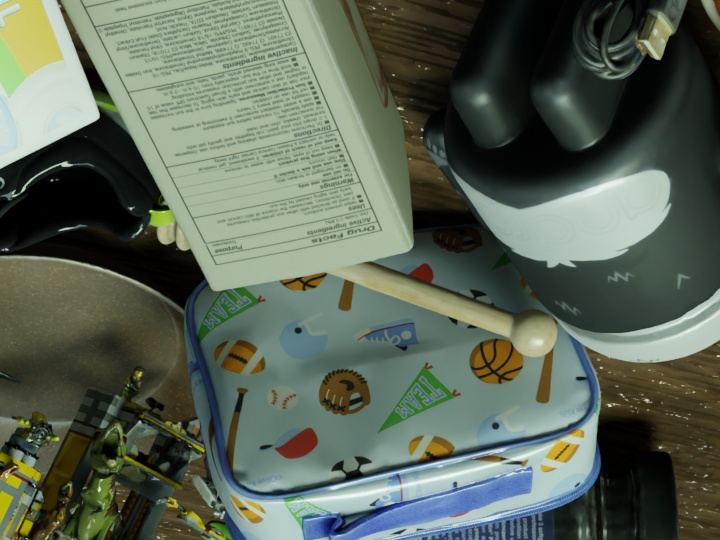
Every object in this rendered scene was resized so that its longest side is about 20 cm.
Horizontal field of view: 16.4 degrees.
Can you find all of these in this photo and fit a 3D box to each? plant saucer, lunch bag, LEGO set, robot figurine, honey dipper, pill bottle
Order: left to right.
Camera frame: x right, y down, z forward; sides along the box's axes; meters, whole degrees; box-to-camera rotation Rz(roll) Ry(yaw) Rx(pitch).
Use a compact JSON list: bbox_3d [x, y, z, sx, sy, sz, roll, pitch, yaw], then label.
[{"bbox_3d":[-0.169,0.045,1.296,0.199,0.037,0.201,-1,141,-1],"label":"plant saucer"},{"bbox_3d":[-0.134,0.094,1.223,0.199,0.116,0.154,30,169,-25],"label":"LEGO set"},{"bbox_3d":[0.000,0.000,1.189,0.199,0.038,0.038,19,141,11],"label":"honey dipper"},{"bbox_3d":[0.012,0.062,1.206,0.199,0.161,0.076,-13,142,-6],"label":"lunch bag"},{"bbox_3d":[0.070,0.143,1.357,0.199,0.112,0.112,-1,140,1],"label":"pill bottle"},{"bbox_3d":[0.114,-0.047,1.126,0.125,0.150,0.200,-37,133,1],"label":"robot figurine"}]

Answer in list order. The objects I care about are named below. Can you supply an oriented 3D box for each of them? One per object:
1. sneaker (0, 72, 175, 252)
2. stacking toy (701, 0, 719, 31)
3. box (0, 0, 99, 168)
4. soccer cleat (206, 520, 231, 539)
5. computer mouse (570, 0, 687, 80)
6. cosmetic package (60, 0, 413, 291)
[{"bbox_3d":[-0.179,-0.052,1.143,0.199,0.083,0.072,2,140,-3],"label":"sneaker"},{"bbox_3d":[0.218,-0.074,1.031,0.145,0.201,0.147,0,141,0],"label":"stacking toy"},{"bbox_3d":[-0.195,-0.134,0.960,0.112,0.101,0.201,-29,122,-15],"label":"box"},{"bbox_3d":[0.004,0.089,1.285,0.200,0.081,0.068,-46,162,-9],"label":"soccer cleat"},{"bbox_3d":[0.048,-0.159,1.028,0.199,0.110,0.044,23,165,-10],"label":"computer mouse"},{"bbox_3d":[-0.051,-0.092,1.094,0.103,0.088,0.200,-11,138,10],"label":"cosmetic package"}]
